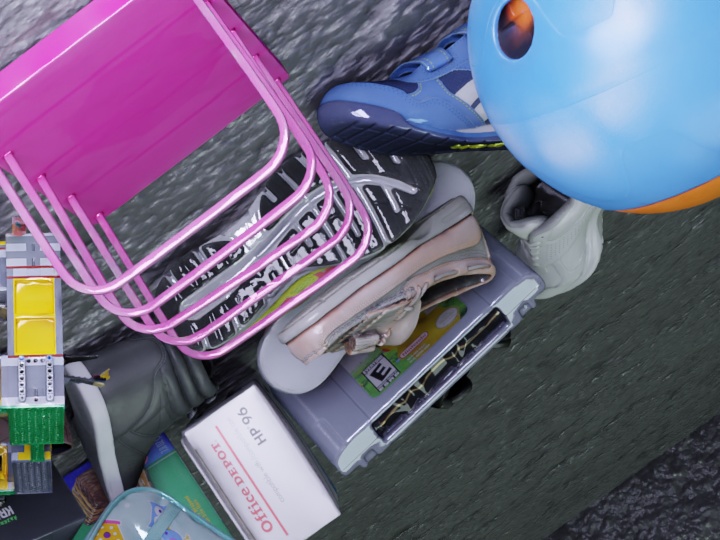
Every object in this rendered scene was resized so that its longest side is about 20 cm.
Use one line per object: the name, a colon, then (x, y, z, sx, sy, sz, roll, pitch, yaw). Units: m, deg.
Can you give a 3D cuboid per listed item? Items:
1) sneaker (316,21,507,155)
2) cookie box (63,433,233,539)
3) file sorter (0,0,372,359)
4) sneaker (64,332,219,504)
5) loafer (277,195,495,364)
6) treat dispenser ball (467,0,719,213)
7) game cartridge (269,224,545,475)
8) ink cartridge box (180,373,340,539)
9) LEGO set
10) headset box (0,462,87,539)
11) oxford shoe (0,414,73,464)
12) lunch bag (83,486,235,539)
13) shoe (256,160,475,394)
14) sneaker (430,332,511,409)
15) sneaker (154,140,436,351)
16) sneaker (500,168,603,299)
sneaker: (0.062, -0.115, 1.304, 0.199, 0.083, 0.074, -6, 179, -28)
cookie box: (-0.189, 0.239, 1.593, 0.200, 0.171, 0.075, -33, 161, -8)
file sorter: (-0.088, -0.046, 1.076, 0.139, 0.126, 0.200, -36, 164, 4)
sneaker: (-0.144, 0.099, 1.466, 0.099, 0.071, 0.200, -26, 158, -15)
loafer: (0.026, 0.015, 1.377, 0.072, 0.063, 0.200, -33, -177, 43)
treat dispenser ball: (0.160, -0.132, 1.201, 0.200, 0.201, 0.201, -32, 164, -11)
game cartridge: (0.028, 0.046, 1.559, 0.200, 0.133, 0.040, -43, 126, -3)
ink cartridge box: (-0.072, 0.145, 1.570, 0.068, 0.116, 0.200, -34, -178, -1)
LEGO set: (-0.222, 0.046, 1.163, 0.153, 0.116, 0.200, -4, 156, -1)
headset box: (-0.295, 0.196, 1.395, 0.174, 0.093, 0.200, -22, 159, -39)
oxford shoe: (-0.265, 0.120, 1.278, 0.199, 0.073, 0.071, -28, 163, -23)
lunch bag: (-0.151, 0.253, 1.420, 0.200, 0.160, 0.077, -56, -174, -35)
shoe: (0.000, 0.000, 1.505, 0.200, 0.071, 0.091, -49, -174, 2)
sneaker: (0.034, 0.068, 1.655, 0.200, 0.100, 0.069, -31, 168, 31)
sneaker: (-0.040, -0.020, 1.362, 0.199, 0.078, 0.090, -31, 172, 4)
sneaker: (0.144, -0.044, 1.671, 0.099, 0.078, 0.200, -19, 149, -28)
